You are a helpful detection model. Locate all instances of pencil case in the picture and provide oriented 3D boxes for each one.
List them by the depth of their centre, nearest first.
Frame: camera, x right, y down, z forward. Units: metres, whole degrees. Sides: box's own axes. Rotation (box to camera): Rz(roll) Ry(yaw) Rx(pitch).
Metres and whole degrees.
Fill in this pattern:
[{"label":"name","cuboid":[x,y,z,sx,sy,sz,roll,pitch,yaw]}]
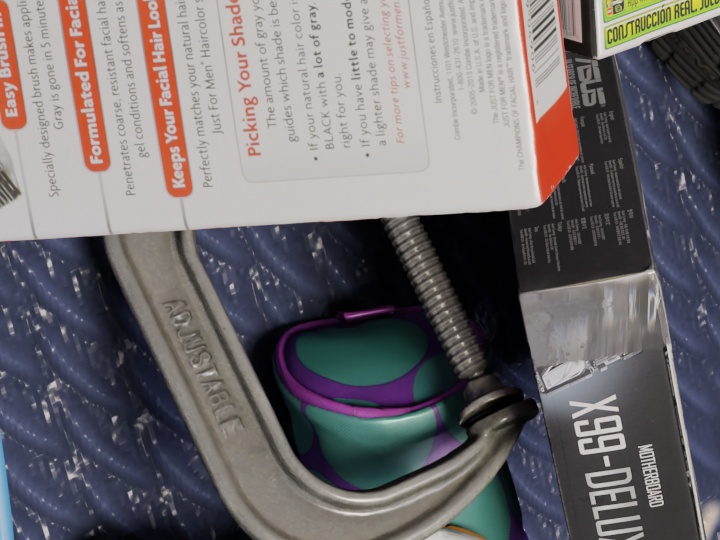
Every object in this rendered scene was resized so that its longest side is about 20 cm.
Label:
[{"label":"pencil case","cuboid":[0.028,0.108,1.067,0.085,0.092,0.200,-9,119,7]}]

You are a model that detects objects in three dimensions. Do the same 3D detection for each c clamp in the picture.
[{"label":"c clamp","cuboid":[0.000,0.000,0.982,0.171,0.027,0.200,-15,76,-23]}]

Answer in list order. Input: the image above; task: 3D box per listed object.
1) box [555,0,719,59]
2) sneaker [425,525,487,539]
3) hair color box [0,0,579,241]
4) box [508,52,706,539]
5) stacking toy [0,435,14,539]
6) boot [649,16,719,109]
[{"label":"box","cuboid":[0.046,-0.118,0.931,0.110,0.200,0.035,-22,118,-35]},{"label":"sneaker","cuboid":[-0.037,0.144,0.973,0.200,0.092,0.076,-11,118,-1]},{"label":"hair color box","cuboid":[-0.042,-0.073,0.838,0.064,0.200,0.111,-49,134,-68]},{"label":"box","cuboid":[0.087,0.016,1.021,0.050,0.200,0.158,-10,121,5]},{"label":"stacking toy","cuboid":[-0.209,0.063,0.814,0.200,0.116,0.110,-15,114,-23]},{"label":"boot","cuboid":[0.211,-0.083,1.142,0.132,0.070,0.200,-41,107,-23]}]
